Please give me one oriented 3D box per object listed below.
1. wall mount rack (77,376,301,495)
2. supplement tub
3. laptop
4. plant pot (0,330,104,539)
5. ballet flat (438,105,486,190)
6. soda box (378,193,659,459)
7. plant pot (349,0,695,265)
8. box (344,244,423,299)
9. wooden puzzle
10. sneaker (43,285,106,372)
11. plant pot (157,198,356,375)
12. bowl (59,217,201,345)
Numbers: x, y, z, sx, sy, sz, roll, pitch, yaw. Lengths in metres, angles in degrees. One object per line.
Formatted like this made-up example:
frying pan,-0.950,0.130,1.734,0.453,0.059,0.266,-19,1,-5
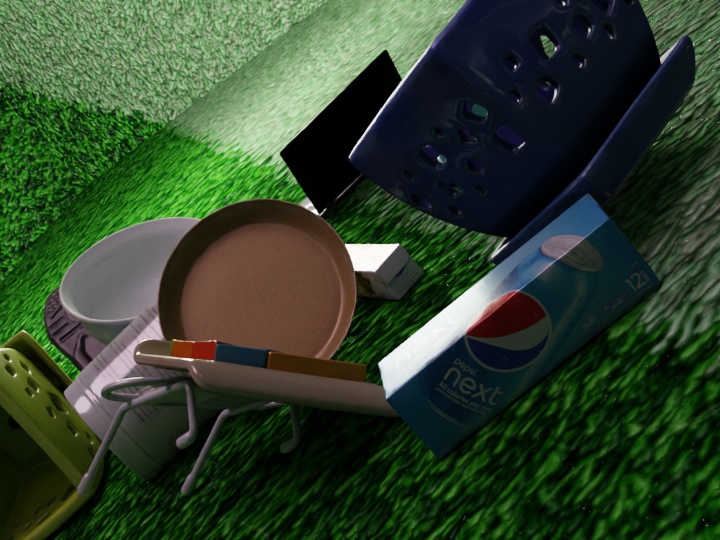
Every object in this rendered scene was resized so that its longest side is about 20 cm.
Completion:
wall mount rack,-0.153,0.145,1.156,0.173,0.199,0.075,-24,66,41
supplement tub,-0.192,0.101,1.361,0.200,0.132,0.132,-43,16,-8
laptop,-0.027,-0.174,1.702,0.187,0.116,0.200,-44,16,-9
plant pot,-0.411,0.202,1.519,0.198,0.200,0.182,-38,11,15
ballet flat,0.099,-0.114,1.373,0.071,0.067,0.201,-61,5,30
soda box,0.109,0.039,0.934,0.200,0.064,0.068,-40,16,10
plant pot,0.135,-0.132,1.045,0.200,0.179,0.200,-51,0,-29
box,0.000,0.000,1.331,0.041,0.039,0.200,-46,17,-14
wooden puzzle,-0.076,0.080,1.085,0.200,0.183,0.038,-173,93,-67
sneaker,-0.309,0.107,1.578,0.076,0.199,0.115,-36,-30,-15
plant pot,-0.100,0.028,1.289,0.200,0.200,0.028,-45,-19,-9
bowl,-0.236,0.031,1.512,0.199,0.091,0.202,-10,35,7
